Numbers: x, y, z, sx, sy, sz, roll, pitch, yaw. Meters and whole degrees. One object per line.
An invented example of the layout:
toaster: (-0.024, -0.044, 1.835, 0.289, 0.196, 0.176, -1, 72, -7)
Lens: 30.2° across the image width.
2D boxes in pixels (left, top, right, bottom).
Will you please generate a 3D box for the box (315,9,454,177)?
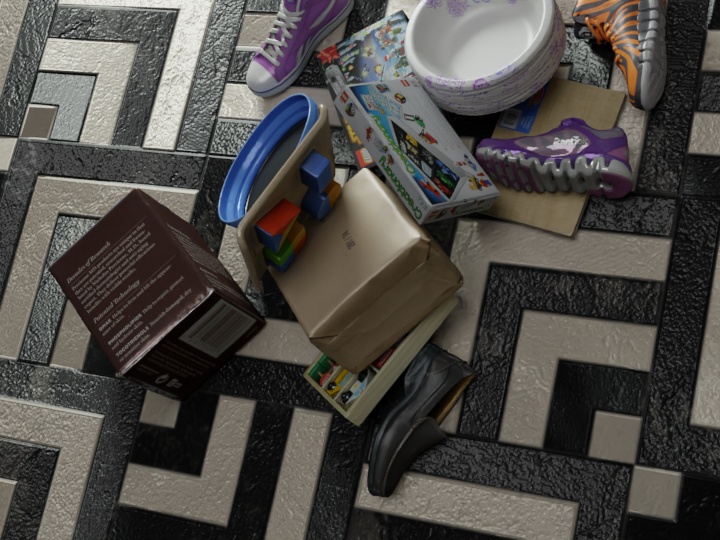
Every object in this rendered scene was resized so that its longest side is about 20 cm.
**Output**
box: (0.033, -0.236, 1.792, 0.137, 0.040, 0.200, -26, 66, 13)

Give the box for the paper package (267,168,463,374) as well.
paper package: (0.000, 0.000, 1.650, 0.191, 0.103, 0.200, -41, 36, 5)

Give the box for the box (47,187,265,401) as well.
box: (-0.265, 0.035, 1.750, 0.164, 0.166, 0.200, -42, 63, 5)

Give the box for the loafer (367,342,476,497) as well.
loafer: (0.071, 0.189, 1.621, 0.072, 0.073, 0.200, 22, 83, 23)

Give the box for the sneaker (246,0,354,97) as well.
sneaker: (-0.104, -0.339, 1.841, 0.073, 0.114, 0.201, 38, 90, 26)

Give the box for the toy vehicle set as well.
toy vehicle set: (0.023, 0.085, 1.667, 0.200, 0.027, 0.124, -52, 35, -2)

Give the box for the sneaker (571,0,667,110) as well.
sneaker: (0.325, -0.285, 1.683, 0.112, 0.078, 0.200, -5, 60, 24)

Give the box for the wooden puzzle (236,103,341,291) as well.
wooden puzzle: (-0.076, -0.079, 1.604, 0.046, 0.185, 0.200, 28, 75, 11)

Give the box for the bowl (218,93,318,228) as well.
bowl: (-0.114, -0.140, 1.762, 0.201, 0.039, 0.201, -42, 29, 30)

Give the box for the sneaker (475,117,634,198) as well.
sneaker: (0.244, -0.147, 1.647, 0.200, 0.081, 0.089, 7, 69, 19)

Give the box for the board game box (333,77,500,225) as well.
board game box: (0.069, -0.150, 1.632, 0.200, 0.126, 0.035, 57, 135, 21)

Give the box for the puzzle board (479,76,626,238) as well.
puzzle board: (0.236, -0.151, 1.699, 0.150, 0.017, 0.200, 17, 79, 27)

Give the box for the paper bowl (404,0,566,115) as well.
paper bowl: (0.165, -0.286, 1.709, 0.200, 0.104, 0.201, -12, 55, 18)
